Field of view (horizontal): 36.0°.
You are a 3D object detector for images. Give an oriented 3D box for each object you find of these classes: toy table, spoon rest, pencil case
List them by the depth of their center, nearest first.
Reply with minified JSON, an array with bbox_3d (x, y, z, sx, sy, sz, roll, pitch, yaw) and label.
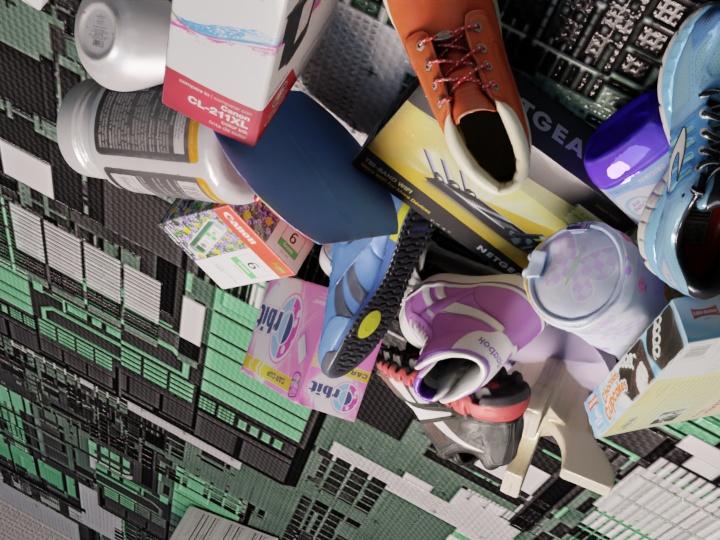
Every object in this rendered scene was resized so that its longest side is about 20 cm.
[{"bbox_3d":[0.209,0.030,0.885,0.090,0.084,0.200,-6,159,37],"label":"pencil case"},{"bbox_3d":[-0.173,-0.192,0.944,0.199,0.060,0.100,22,108,34],"label":"spoon rest"},{"bbox_3d":[0.179,0.140,1.104,0.183,0.117,0.201,14,145,24],"label":"toy table"}]

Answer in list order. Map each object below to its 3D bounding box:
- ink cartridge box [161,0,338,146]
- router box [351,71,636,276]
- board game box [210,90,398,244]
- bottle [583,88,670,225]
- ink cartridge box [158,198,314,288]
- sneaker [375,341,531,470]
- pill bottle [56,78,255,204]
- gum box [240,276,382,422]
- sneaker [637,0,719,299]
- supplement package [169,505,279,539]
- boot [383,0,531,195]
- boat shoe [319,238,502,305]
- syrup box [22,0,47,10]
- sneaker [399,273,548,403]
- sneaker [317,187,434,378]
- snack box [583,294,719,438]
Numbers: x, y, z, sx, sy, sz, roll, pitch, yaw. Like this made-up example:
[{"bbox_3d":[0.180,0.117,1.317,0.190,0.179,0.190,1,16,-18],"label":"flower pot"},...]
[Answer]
[{"bbox_3d":[-0.065,-0.207,0.772,0.082,0.146,0.200,27,150,1],"label":"ink cartridge box"},{"bbox_3d":[0.111,-0.080,0.900,0.199,0.052,0.157,34,149,-7],"label":"router box"},{"bbox_3d":[-0.054,-0.077,0.905,0.039,0.200,0.158,-42,74,28],"label":"board game box"},{"bbox_3d":[0.256,-0.042,0.816,0.200,0.065,0.083,41,131,-17],"label":"bottle"},{"bbox_3d":[-0.111,-0.043,1.147,0.199,0.051,0.109,-9,132,48],"label":"ink cartridge box"},{"bbox_3d":[0.079,0.125,1.026,0.200,0.070,0.099,19,118,54],"label":"sneaker"},{"bbox_3d":[-0.176,-0.126,1.018,0.199,0.117,0.117,9,144,32],"label":"pill bottle"},{"bbox_3d":[-0.053,0.072,1.137,0.066,0.114,0.200,20,177,-24],"label":"gum box"},{"bbox_3d":[0.235,-0.072,0.712,0.078,0.090,0.201,0,113,-2],"label":"sneaker"},{"bbox_3d":[-0.242,0.570,2.062,0.199,0.148,0.192,14,146,25],"label":"supplement package"},{"bbox_3d":[0.068,-0.145,0.753,0.075,0.107,0.201,-23,104,13],"label":"boot"},{"bbox_3d":[0.054,0.000,1.054,0.199,0.072,0.066,25,135,19],"label":"boat shoe"},{"bbox_3d":[-0.247,-0.301,0.856,0.081,0.079,0.200,33,149,-6],"label":"syrup box"},{"bbox_3d":[0.065,0.061,0.945,0.073,0.114,0.200,49,157,-10],"label":"sneaker"},{"bbox_3d":[0.000,0.000,1.015,0.078,0.201,0.066,31,-164,29],"label":"sneaker"},{"bbox_3d":[0.256,0.070,0.839,0.115,0.037,0.200,-8,154,-12],"label":"snack box"}]
